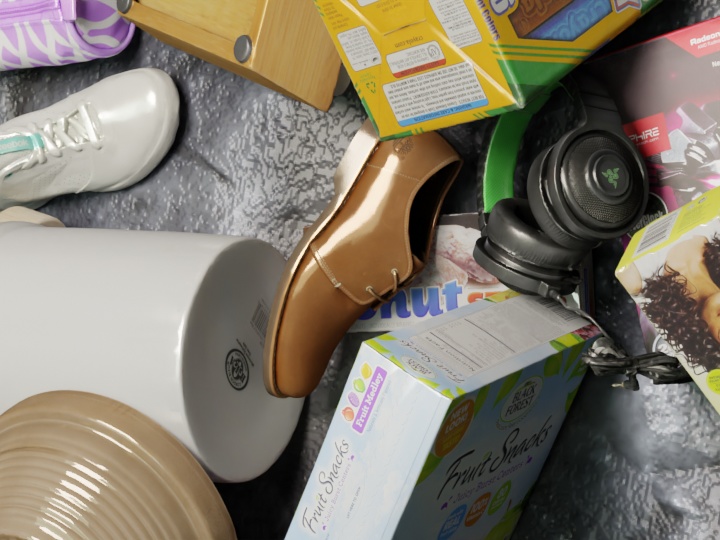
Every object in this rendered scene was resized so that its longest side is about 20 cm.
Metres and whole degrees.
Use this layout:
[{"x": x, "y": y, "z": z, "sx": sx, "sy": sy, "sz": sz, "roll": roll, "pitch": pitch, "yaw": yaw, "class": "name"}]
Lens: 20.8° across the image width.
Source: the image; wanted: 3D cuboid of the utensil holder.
[{"x": -0.157, "y": 0.055, "z": 1.293, "sx": 0.199, "sy": 0.170, "sz": 0.172, "roll": 3, "pitch": 91, "yaw": 30, "class": "utensil holder"}]

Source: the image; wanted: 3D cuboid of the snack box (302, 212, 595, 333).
[{"x": 0.053, "y": 0.001, "z": 1.246, "sx": 0.199, "sy": 0.024, "sz": 0.073, "roll": -3, "pitch": 89, "yaw": 31, "class": "snack box"}]

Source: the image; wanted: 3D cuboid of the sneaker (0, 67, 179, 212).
[{"x": -0.218, "y": -0.086, "z": 1.378, "sx": 0.199, "sy": 0.088, "sz": 0.076, "roll": -23, "pitch": 76, "yaw": 29, "class": "sneaker"}]

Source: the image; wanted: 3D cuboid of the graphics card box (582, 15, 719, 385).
[{"x": 0.211, "y": -0.043, "z": 1.136, "sx": 0.125, "sy": 0.051, "sz": 0.202, "roll": -15, "pitch": 83, "yaw": 30, "class": "graphics card box"}]

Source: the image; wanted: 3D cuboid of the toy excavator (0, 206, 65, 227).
[{"x": -0.265, "y": 0.081, "z": 1.405, "sx": 0.099, "sy": 0.200, "sz": 0.195, "roll": 16, "pitch": 142, "yaw": 30, "class": "toy excavator"}]

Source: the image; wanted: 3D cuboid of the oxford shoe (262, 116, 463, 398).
[{"x": 0.000, "y": 0.000, "z": 1.226, "sx": 0.071, "sy": 0.071, "sz": 0.201, "roll": 31, "pitch": 104, "yaw": 22, "class": "oxford shoe"}]

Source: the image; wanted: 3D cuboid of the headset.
[{"x": 0.127, "y": -0.026, "z": 1.139, "sx": 0.124, "sy": 0.093, "sz": 0.201, "roll": -52, "pitch": 38, "yaw": 45, "class": "headset"}]

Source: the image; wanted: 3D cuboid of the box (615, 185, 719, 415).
[{"x": 0.228, "y": 0.053, "z": 1.069, "sx": 0.075, "sy": 0.050, "sz": 0.200, "roll": -32, "pitch": 103, "yaw": 34, "class": "box"}]

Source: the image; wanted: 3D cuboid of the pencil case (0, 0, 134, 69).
[{"x": -0.256, "y": -0.183, "z": 1.395, "sx": 0.199, "sy": 0.085, "sz": 0.085, "roll": -4, "pitch": 89, "yaw": 31, "class": "pencil case"}]

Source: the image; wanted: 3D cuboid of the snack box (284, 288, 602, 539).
[{"x": 0.045, "y": 0.108, "z": 1.134, "sx": 0.067, "sy": 0.200, "sz": 0.170, "roll": 31, "pitch": 113, "yaw": 22, "class": "snack box"}]

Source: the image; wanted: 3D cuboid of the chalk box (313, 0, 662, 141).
[{"x": 0.085, "y": -0.180, "z": 1.141, "sx": 0.124, "sy": 0.200, "sz": 0.125, "roll": -10, "pitch": 111, "yaw": 50, "class": "chalk box"}]

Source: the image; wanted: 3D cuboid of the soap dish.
[{"x": -0.073, "y": -0.205, "z": 1.264, "sx": 0.199, "sy": 0.081, "sz": 0.159, "roll": 28, "pitch": 106, "yaw": 48, "class": "soap dish"}]

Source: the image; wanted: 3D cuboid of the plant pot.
[{"x": -0.180, "y": 0.184, "z": 1.213, "sx": 0.199, "sy": 0.093, "sz": 0.202, "roll": 12, "pitch": 119, "yaw": 22, "class": "plant pot"}]
